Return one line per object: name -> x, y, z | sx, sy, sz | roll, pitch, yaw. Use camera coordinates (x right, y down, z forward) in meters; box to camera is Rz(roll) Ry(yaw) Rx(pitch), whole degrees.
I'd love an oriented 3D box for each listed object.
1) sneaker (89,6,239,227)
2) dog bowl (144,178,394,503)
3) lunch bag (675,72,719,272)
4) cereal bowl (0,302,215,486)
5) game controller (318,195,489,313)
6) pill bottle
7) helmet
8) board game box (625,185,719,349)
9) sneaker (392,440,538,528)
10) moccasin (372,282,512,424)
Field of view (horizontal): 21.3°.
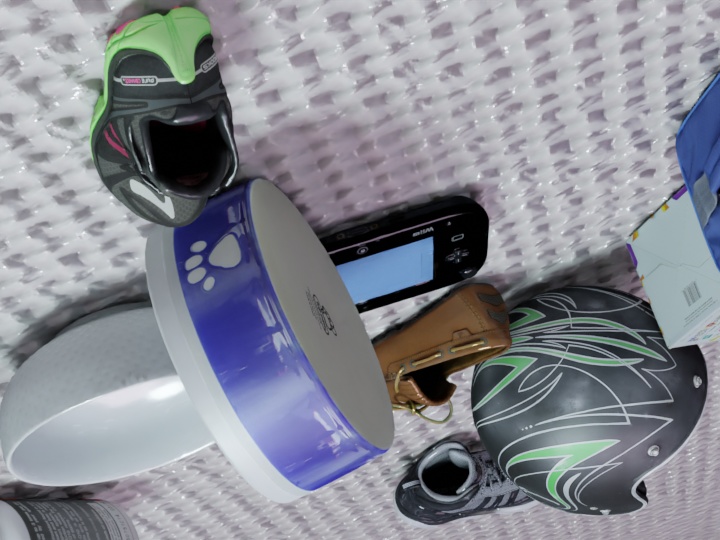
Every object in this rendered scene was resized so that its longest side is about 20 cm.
sneaker -> -0.111, -0.068, 1.083 | 0.076, 0.084, 0.200 | -15, 159, -10
dog bowl -> -0.056, 0.045, 1.249 | 0.078, 0.201, 0.200 | -26, 159, 12
lunch bag -> 0.310, -0.085, 1.349 | 0.131, 0.137, 0.200 | -13, 158, -19
cereal bowl -> -0.171, 0.080, 1.400 | 0.198, 0.084, 0.200 | -18, 160, -7
game controller -> 0.000, 0.000, 1.415 | 0.198, 0.042, 0.104 | -18, 159, -8
pill bottle -> -0.297, 0.258, 1.685 | 0.113, 0.115, 0.199 | -32, 156, 30
helmet -> 0.194, 0.106, 1.646 | 0.198, 0.201, 0.191 | -16, 151, -9
board game box -> 0.341, -0.014, 1.602 | 0.198, 0.104, 0.105 | -6, 156, -31
sneaker -> 0.133, 0.216, 2.024 | 0.198, 0.076, 0.114 | -15, 162, -6
moccasin -> 0.053, 0.087, 1.628 | 0.201, 0.078, 0.073 | -33, 155, 32
